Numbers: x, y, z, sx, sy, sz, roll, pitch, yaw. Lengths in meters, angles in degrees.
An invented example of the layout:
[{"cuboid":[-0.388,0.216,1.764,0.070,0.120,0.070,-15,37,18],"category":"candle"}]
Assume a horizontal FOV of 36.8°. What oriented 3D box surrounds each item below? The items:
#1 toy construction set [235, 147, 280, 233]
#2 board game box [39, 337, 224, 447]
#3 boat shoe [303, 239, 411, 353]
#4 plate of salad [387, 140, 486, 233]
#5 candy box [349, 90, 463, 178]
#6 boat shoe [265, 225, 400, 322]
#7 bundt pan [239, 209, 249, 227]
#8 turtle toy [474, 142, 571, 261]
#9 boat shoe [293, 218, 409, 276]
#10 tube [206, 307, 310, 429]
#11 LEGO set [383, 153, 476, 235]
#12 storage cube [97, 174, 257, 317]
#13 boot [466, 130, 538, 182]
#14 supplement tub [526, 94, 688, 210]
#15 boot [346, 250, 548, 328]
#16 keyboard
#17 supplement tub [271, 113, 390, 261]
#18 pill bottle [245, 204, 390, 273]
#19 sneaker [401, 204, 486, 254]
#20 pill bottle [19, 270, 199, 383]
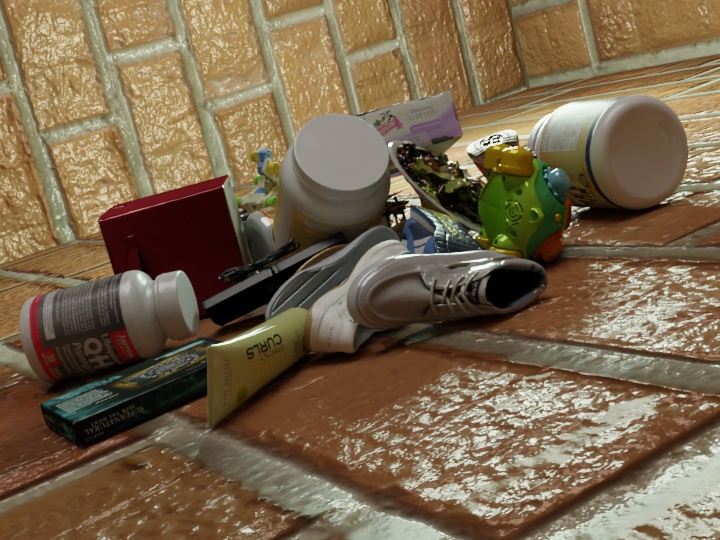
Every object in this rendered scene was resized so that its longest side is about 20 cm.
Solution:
[{"cuboid":[-0.117,-0.083,1.681,0.091,0.200,0.132,-11,48,41],"category":"toy construction set"},{"cuboid":[-0.222,0.122,1.131,0.198,0.028,0.135,-22,12,-28],"category":"board game box"},{"cuboid":[0.016,0.034,1.147,0.069,0.072,0.200,15,36,24],"category":"boat shoe"},{"cuboid":[0.122,-0.113,1.406,0.048,0.199,0.200,-52,-4,22],"category":"plate of salad"},{"cuboid":[0.041,-0.186,1.602,0.166,0.072,0.200,-16,-5,-14],"category":"candy box"},{"cuboid":[-0.032,0.023,1.256,0.199,0.074,0.067,-33,-5,-29],"category":"boat shoe"},{"cuboid":[-0.187,-0.063,1.882,0.199,0.077,0.202,-15,12,3],"category":"bundt pan"},{"cuboid":[0.193,-0.074,1.285,0.100,0.148,0.200,5,9,-7],"category":"turtle toy"},{"cuboid":[0.000,0.000,1.351,0.198,0.074,0.069,-22,-11,-23],"category":"boat shoe"},{"cuboid":[-0.099,0.086,1.053,0.052,0.058,0.200,-38,-4,25],"category":"tube"},{"cuboid":[0.116,-0.105,1.547,0.199,0.117,0.153,-23,13,-33],"category":"LEGO set"},{"cuboid":[-0.254,-0.028,1.550,0.178,0.173,0.200,-15,10,0],"category":"storage cube"},{"cuboid":[0.204,-0.125,1.494,0.074,0.108,0.200,-22,27,2],"category":"boot"},{"cuboid":[0.321,-0.155,1.440,0.143,0.146,0.200,-19,11,-19],"category":"supplement tub"},{"cuboid":[0.090,0.016,1.076,0.198,0.075,0.095,-14,9,-29],"category":"boot"},{"cuboid":[-0.108,0.003,1.352,0.198,0.021,0.127,-28,-22,-4],"category":"keyboard"},{"cuboid":[-0.039,-0.093,1.425,0.144,0.146,0.201,-20,-27,-22],"category":"supplement tub"},{"cuboid":[-0.060,-0.060,1.589,0.198,0.114,0.112,-21,12,-23],"category":"pill bottle"},{"cuboid":[0.092,-0.008,1.242,0.073,0.083,0.200,19,16,-16],"category":"sneaker"},{"cuboid":[-0.303,0.063,1.322,0.197,0.112,0.111,-15,11,7],"category":"pill bottle"}]
